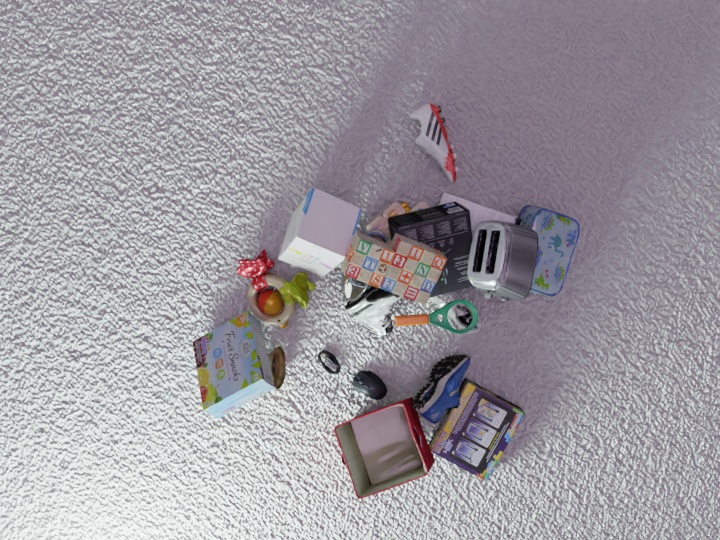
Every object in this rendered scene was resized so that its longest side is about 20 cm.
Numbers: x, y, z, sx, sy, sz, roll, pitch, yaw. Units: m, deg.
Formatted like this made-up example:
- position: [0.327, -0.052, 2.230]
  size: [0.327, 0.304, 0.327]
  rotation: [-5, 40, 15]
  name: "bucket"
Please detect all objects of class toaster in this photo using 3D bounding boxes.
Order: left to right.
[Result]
- position: [0.321, -0.034, 1.440]
  size: [0.129, 0.113, 0.202]
  rotation: [12, 89, -44]
  name: "toaster"

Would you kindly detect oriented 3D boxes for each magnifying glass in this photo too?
- position: [0.180, 0.113, 1.512]
  size: [0.198, 0.022, 0.080]
  rotation: [-4, 93, -8]
  name: "magnifying glass"

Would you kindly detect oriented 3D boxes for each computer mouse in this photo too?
- position: [-0.021, 0.263, 1.605]
  size: [0.199, 0.034, 0.059]
  rotation: [30, 95, -1]
  name: "computer mouse"

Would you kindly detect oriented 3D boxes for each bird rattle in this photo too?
- position: [-0.220, 0.055, 1.564]
  size: [0.199, 0.113, 0.164]
  rotation: [21, 110, 2]
  name: "bird rattle"

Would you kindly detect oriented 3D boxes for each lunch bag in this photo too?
- position: [0.435, -0.044, 1.539]
  size: [0.160, 0.082, 0.202]
  rotation: [14, 96, -23]
  name: "lunch bag"

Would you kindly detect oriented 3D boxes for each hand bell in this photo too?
- position: [-0.295, 0.239, 1.593]
  size: [0.198, 0.104, 0.105]
  rotation: [0, 94, 13]
  name: "hand bell"

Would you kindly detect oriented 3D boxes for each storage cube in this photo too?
- position: [0.060, 0.413, 1.518]
  size: [0.199, 0.180, 0.172]
  rotation: [-22, 79, 10]
  name: "storage cube"

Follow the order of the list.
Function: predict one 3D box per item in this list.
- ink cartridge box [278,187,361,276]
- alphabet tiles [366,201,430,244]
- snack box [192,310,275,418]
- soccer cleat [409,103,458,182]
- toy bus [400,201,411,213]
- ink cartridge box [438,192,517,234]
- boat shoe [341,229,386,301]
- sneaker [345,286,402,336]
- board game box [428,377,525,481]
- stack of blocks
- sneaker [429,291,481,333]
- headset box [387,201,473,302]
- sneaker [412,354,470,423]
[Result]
- position: [-0.101, -0.081, 1.496]
  size: [0.124, 0.200, 0.129]
  rotation: [22, 69, -14]
  name: "ink cartridge box"
- position: [0.107, -0.062, 1.521]
  size: [0.195, 0.015, 0.200]
  rotation: [-40, 112, 3]
  name: "alphabet tiles"
- position: [-0.304, 0.222, 1.526]
  size: [0.168, 0.068, 0.201]
  rotation: [-28, 53, 10]
  name: "snack box"
- position: [0.180, -0.303, 1.551]
  size: [0.085, 0.069, 0.202]
  rotation: [-18, 90, 11]
  name: "soccer cleat"
- position: [0.052, -0.080, 1.558]
  size: [0.200, 0.078, 0.065]
  rotation: [-41, 93, 3]
  name: "toy bus"
- position: [0.271, -0.084, 1.577]
  size: [0.199, 0.050, 0.163]
  rotation: [20, 95, 6]
  name: "ink cartridge box"
- position: [0.000, 0.000, 1.478]
  size: [0.072, 0.073, 0.201]
  rotation: [19, 124, -5]
  name: "boat shoe"
- position: [0.061, 0.091, 1.537]
  size: [0.115, 0.200, 0.076]
  rotation: [46, 53, -16]
  name: "sneaker"
- position: [0.288, 0.397, 1.600]
  size: [0.165, 0.057, 0.201]
  rotation: [29, 94, 1]
  name: "board game box"
- position: [0.072, -0.017, 1.390]
  size: [0.199, 0.059, 0.116]
  rotation: [20, 105, -15]
  name: "stack of blocks"
- position: [0.223, 0.076, 1.567]
  size: [0.200, 0.081, 0.075]
  rotation: [44, 95, -1]
  name: "sneaker"
- position: [0.169, -0.037, 1.485]
  size: [0.173, 0.093, 0.202]
  rotation: [-14, 111, -7]
  name: "headset box"
- position: [0.209, 0.288, 1.566]
  size: [0.200, 0.078, 0.089]
  rotation: [-48, 113, -26]
  name: "sneaker"
